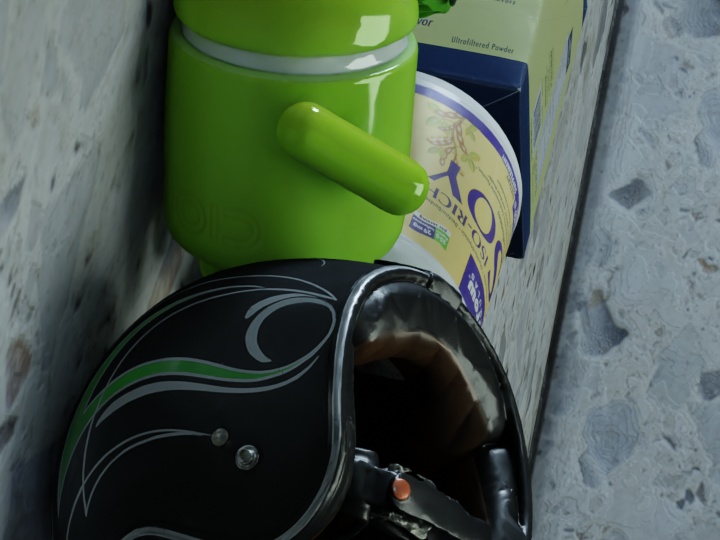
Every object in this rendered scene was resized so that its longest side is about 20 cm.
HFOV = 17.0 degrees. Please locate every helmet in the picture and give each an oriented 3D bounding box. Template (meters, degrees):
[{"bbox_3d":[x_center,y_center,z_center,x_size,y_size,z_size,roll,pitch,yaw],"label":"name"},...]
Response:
[{"bbox_3d":[-0.040,0.097,1.050,0.200,0.190,0.202,32,48,-44],"label":"helmet"}]

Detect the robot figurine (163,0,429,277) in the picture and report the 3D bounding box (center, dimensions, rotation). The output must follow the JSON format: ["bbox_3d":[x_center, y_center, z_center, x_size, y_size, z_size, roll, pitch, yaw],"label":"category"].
[{"bbox_3d":[-0.033,-0.076,1.114,0.176,0.115,0.202,-115,-154,-61],"label":"robot figurine"}]

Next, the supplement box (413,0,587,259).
[{"bbox_3d":[0.058,-0.151,1.494,0.200,0.133,0.201,83,21,-61],"label":"supplement box"}]

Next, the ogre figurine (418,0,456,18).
[{"bbox_3d":[-0.007,-0.223,1.169,0.098,0.199,0.121,-27,-133,42],"label":"ogre figurine"}]

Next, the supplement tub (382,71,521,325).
[{"bbox_3d":[0.000,0.000,1.295,0.201,0.144,0.146,-68,165,-49],"label":"supplement tub"}]
